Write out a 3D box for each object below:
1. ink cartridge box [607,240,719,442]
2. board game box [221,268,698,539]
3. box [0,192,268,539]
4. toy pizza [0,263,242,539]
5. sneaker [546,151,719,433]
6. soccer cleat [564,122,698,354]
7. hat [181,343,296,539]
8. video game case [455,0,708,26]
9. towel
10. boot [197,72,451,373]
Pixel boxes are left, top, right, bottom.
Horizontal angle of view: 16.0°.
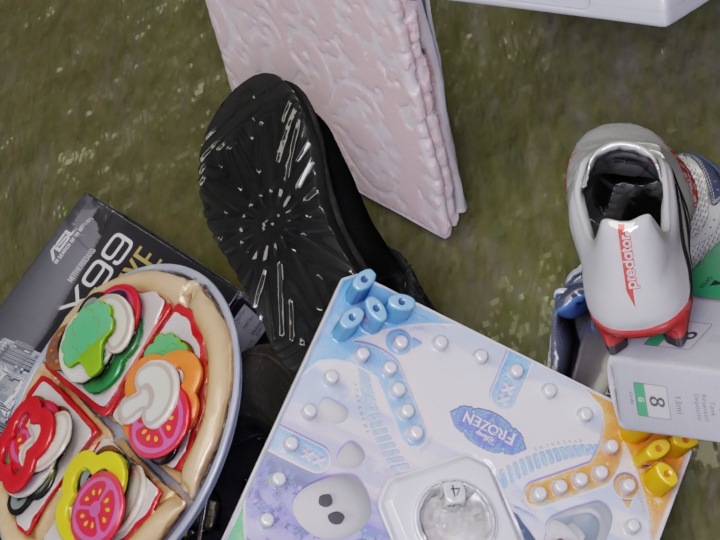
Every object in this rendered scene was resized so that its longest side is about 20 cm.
[{"bbox_3d":[0.245,0.033,1.254,0.200,0.050,0.161,4,30,36],"label":"ink cartridge box"},{"bbox_3d":[0.047,0.122,1.246,0.200,0.026,0.200,26,64,-4],"label":"board game box"},{"bbox_3d":[-0.165,0.070,1.534,0.158,0.050,0.200,32,83,40],"label":"box"},{"bbox_3d":[-0.144,0.086,1.429,0.200,0.032,0.201,-25,51,36],"label":"toy pizza"},{"bbox_3d":[0.145,0.020,1.350,0.077,0.085,0.200,7,66,34],"label":"sneaker"},{"bbox_3d":[0.135,-0.038,1.289,0.068,0.085,0.200,-7,31,8],"label":"soccer cleat"},{"bbox_3d":[-0.055,0.139,1.399,0.200,0.081,0.201,-36,43,42],"label":"hat"},{"bbox_3d":[0.144,-0.184,1.434,0.182,0.023,0.200,12,30,36],"label":"video game case"},{"bbox_3d":[-0.022,-0.131,1.475,0.032,0.200,0.191,-39,48,-26],"label":"towel"},{"bbox_3d":[-0.002,0.002,1.403,0.079,0.158,0.212,-34,54,22],"label":"boot"}]
